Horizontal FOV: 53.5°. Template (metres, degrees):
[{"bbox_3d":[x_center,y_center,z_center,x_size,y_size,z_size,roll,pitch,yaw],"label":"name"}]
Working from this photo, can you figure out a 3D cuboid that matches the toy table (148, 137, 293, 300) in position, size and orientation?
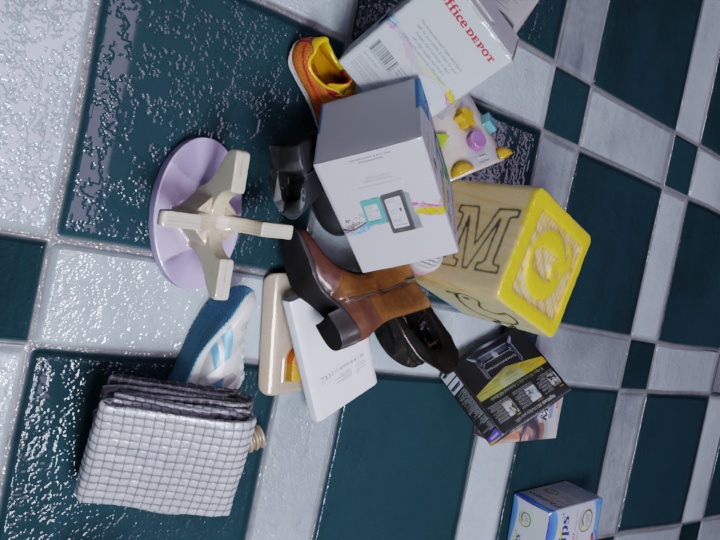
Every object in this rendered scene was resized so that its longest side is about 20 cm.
[{"bbox_3d":[-0.192,-0.067,0.921,0.183,0.117,0.202,-10,106,-37],"label":"toy table"}]

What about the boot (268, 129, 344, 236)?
[{"bbox_3d":[-0.062,-0.105,0.978,0.065,0.200,0.166,-16,103,11],"label":"boot"}]

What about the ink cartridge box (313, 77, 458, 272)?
[{"bbox_3d":[0.041,-0.126,0.986,0.147,0.145,0.201,-87,160,-45],"label":"ink cartridge box"}]

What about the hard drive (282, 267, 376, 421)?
[{"bbox_3d":[-0.043,0.112,1.093,0.131,0.027,0.201,-27,117,-37],"label":"hard drive"}]

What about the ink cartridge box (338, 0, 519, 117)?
[{"bbox_3d":[0.095,-0.302,0.980,0.146,0.199,0.083,47,39,-18],"label":"ink cartridge box"}]

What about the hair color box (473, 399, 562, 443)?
[{"bbox_3d":[0.323,0.282,1.442,0.199,0.064,0.112,6,95,-38],"label":"hair color box"}]

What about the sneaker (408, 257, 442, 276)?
[{"bbox_3d":[0.067,-0.081,1.166,0.075,0.105,0.201,-20,82,-13],"label":"sneaker"}]

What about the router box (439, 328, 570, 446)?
[{"bbox_3d":[0.270,0.209,1.329,0.199,0.158,0.052,-21,154,-34],"label":"router box"}]

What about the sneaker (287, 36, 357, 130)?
[{"bbox_3d":[-0.034,-0.244,1.042,0.073,0.077,0.200,-51,127,-21],"label":"sneaker"}]

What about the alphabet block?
[{"bbox_3d":[0.238,-0.024,1.221,0.195,0.199,0.198,30,79,-40],"label":"alphabet block"}]

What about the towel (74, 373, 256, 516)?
[{"bbox_3d":[-0.246,0.223,0.908,0.199,0.086,0.167,12,114,-19],"label":"towel"}]

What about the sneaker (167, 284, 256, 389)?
[{"bbox_3d":[-0.194,0.114,0.983,0.081,0.076,0.201,29,89,-37],"label":"sneaker"}]

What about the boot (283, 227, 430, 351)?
[{"bbox_3d":[0.000,0.000,1.050,0.199,0.068,0.189,-24,78,-40],"label":"boot"}]

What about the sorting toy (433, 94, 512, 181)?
[{"bbox_3d":[0.150,-0.245,1.196,0.199,0.107,0.181,-25,94,-33],"label":"sorting toy"}]

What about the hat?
[{"bbox_3d":[0.073,0.099,1.182,0.081,0.201,0.200,-37,132,24],"label":"hat"}]

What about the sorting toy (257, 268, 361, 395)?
[{"bbox_3d":[-0.062,0.093,1.109,0.199,0.036,0.187,-2,100,-39],"label":"sorting toy"}]

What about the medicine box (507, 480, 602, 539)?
[{"bbox_3d":[0.416,0.574,1.549,0.199,0.103,0.184,3,97,-40],"label":"medicine box"}]

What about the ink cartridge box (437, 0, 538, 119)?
[{"bbox_3d":[0.176,-0.356,1.122,0.084,0.146,0.200,40,61,2],"label":"ink cartridge box"}]

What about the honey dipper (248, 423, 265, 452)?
[{"bbox_3d":[-0.228,0.268,1.008,0.199,0.038,0.038,-16,108,-34],"label":"honey dipper"}]
